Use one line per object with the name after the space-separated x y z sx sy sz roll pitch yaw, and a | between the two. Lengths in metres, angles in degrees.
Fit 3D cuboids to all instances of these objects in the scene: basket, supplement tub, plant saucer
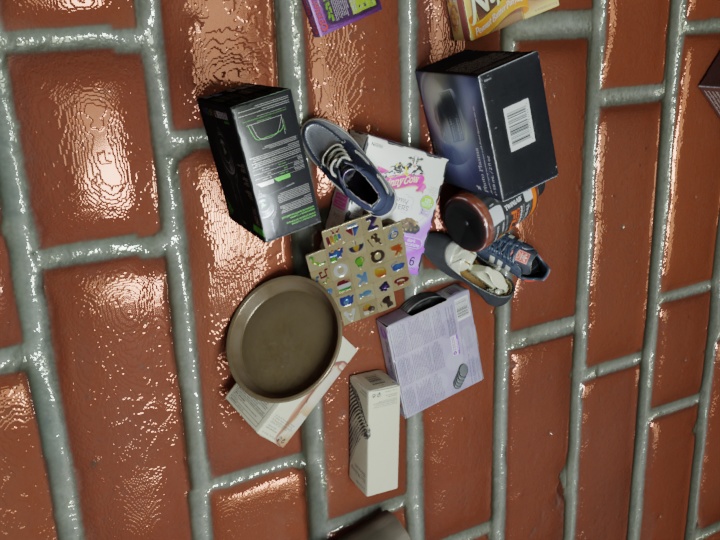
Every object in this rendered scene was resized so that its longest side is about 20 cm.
0.001 0.549 1.364 0.198 0.135 0.184 -32 120 -21 | basket
0.243 -0.122 1.305 0.198 0.106 0.109 -34 118 -32 | supplement tub
-0.117 0.108 1.157 0.201 0.199 0.030 -50 153 -6 | plant saucer

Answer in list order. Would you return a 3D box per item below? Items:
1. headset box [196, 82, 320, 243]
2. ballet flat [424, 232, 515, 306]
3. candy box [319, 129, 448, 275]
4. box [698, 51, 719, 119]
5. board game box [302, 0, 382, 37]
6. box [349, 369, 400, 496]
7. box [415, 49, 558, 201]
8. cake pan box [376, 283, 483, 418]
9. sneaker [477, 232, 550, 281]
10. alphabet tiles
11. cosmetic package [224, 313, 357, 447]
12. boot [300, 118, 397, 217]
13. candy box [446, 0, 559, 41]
-0.145 -0.153 1.062 0.091 0.173 0.205 -22 114 -21 | headset box
0.199 -0.007 1.321 0.198 0.073 0.074 36 87 -15 | ballet flat
0.040 -0.111 1.230 0.164 0.071 0.206 10 100 -29 | candy box
0.845 -0.406 1.525 0.165 0.164 0.202 36 86 -31 | box
-0.049 -0.471 1.109 0.118 0.032 0.204 -29 115 -23 | board game box
0.024 0.290 1.331 0.067 0.082 0.206 -7 106 -26 | box
0.202 -0.241 1.208 0.121 0.198 0.205 -24 114 -17 | box
0.130 0.144 1.364 0.181 0.052 0.205 -24 114 -23 | cake pan box
0.276 -0.035 1.371 0.197 0.084 0.077 23 93 -31 | sneaker
0.000 0.000 1.203 0.162 0.006 0.203 -20 130 -9 | alphabet tiles
-0.111 0.167 1.202 0.201 0.103 0.087 -51 142 -5 | cosmetic package
-0.026 -0.163 1.111 0.199 0.090 0.073 43 99 13 | boot
0.237 -0.474 1.244 0.196 0.055 0.118 -26 115 -19 | candy box
